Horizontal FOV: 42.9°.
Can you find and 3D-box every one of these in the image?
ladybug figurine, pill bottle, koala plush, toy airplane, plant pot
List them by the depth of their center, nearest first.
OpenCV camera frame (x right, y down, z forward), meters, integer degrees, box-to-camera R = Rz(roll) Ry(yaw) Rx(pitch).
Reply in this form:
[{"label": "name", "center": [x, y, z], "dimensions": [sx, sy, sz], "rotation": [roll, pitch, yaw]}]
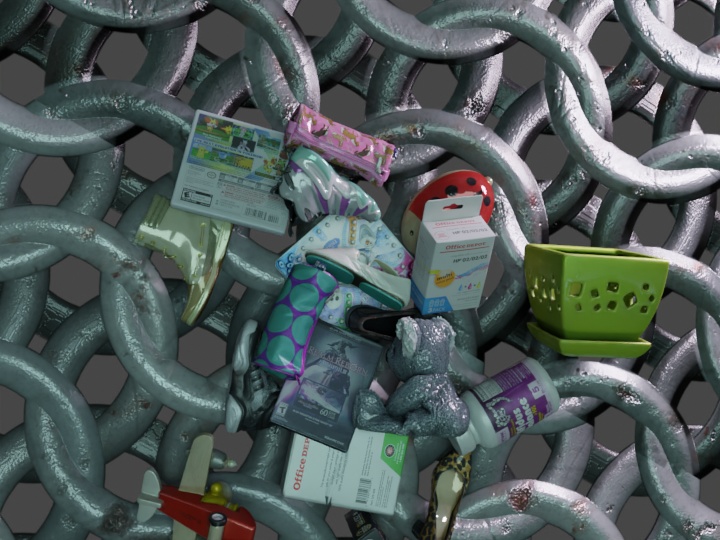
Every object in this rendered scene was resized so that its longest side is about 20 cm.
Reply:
[{"label": "koala plush", "center": [0.104, 0.174, 1.551], "dimensions": [0.183, 0.177, 0.201], "rotation": [1, 85, 35]}, {"label": "toy airplane", "center": [-0.278, 0.395, 1.558], "dimensions": [0.200, 0.141, 0.199], "rotation": [-32, 84, 28]}, {"label": "plant pot", "center": [0.406, 0.053, 1.630], "dimensions": [0.198, 0.200, 0.182], "rotation": [2, 97, -10]}, {"label": "pill bottle", "center": [0.247, 0.248, 1.642], "dimensions": [0.200, 0.112, 0.112], "rotation": [-28, 95, -8]}, {"label": "ladybug figurine", "center": [0.163, -0.103, 1.646], "dimensions": [0.200, 0.072, 0.136], "rotation": [-43, 96, -7]}]

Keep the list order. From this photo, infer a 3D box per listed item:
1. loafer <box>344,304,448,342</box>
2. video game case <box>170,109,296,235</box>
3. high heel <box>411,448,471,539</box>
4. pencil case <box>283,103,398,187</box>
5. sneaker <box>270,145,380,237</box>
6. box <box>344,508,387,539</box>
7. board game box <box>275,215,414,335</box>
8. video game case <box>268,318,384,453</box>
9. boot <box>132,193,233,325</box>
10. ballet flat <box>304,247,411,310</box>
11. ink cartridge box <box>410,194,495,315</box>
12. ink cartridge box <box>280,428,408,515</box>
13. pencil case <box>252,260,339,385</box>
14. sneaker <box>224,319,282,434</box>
[{"label": "loafer", "center": [0.073, 0.102, 1.621], "dimensions": [0.199, 0.063, 0.072], "rotation": [7, 98, -21]}, {"label": "video game case", "center": [-0.209, -0.170, 1.587], "dimensions": [0.199, 0.022, 0.183], "rotation": [14, 72, -9]}, {"label": "high heel", "center": [0.161, 0.403, 1.612], "dimensions": [0.071, 0.143, 0.200], "rotation": [29, 86, -8]}, {"label": "pencil case", "center": [-0.037, -0.218, 1.595], "dimensions": [0.200, 0.087, 0.083], "rotation": [23, 70, -15]}, {"label": "sneaker", "center": [-0.070, -0.107, 1.571], "dimensions": [0.200, 0.078, 0.140], "rotation": [36, 93, -28]}, {"label": "box", "center": [0.050, 0.514, 1.586], "dimensions": [0.049, 0.161, 0.200], "rotation": [-34, 94, -7]}, {"label": "board game box", "center": [-0.016, -0.003, 1.641], "dimensions": [0.200, 0.026, 0.200], "rotation": [-42, 96, -7]}, {"label": "video game case", "center": [-0.056, 0.194, 1.580], "dimensions": [0.143, 0.019, 0.200], "rotation": [23, 68, -5]}, {"label": "boot", "center": [-0.316, -0.019, 1.567], "dimensions": [0.154, 0.072, 0.200], "rotation": [19, 80, -10]}, {"label": "ballet flat", "center": [0.000, 0.000, 1.602], "dimensions": [0.200, 0.069, 0.070], "rotation": [27, 86, -3]}, {"label": "ink cartridge box", "center": [0.160, -0.026, 1.588], "dimensions": [0.115, 0.068, 0.200], "rotation": [-8, 129, -19]}, {"label": "ink cartridge box", "center": [-0.030, 0.335, 1.610], "dimensions": [0.199, 0.084, 0.146], "rotation": [13, 87, -9]}, {"label": "pencil case", "center": [-0.106, 0.086, 1.549], "dimensions": [0.092, 0.085, 0.200], "rotation": [19, 73, 10]}, {"label": "sneaker", "center": [-0.169, 0.188, 1.594], "dimensions": [0.114, 0.075, 0.201], "rotation": [9, 94, -11]}]
